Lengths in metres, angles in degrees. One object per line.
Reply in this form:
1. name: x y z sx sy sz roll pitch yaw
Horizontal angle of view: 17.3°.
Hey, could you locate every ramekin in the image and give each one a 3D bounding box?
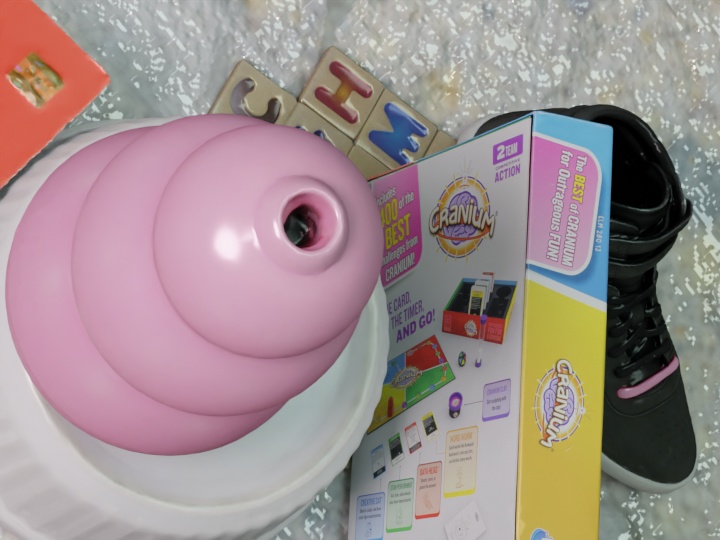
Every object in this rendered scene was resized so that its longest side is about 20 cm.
1. ramekin: -0.080 0.027 0.990 0.201 0.094 0.203 4 80 -22

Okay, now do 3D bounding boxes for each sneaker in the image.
1. sneaker: 0.119 0.012 1.090 0.071 0.099 0.201 -29 95 -30

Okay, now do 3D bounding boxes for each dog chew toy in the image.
1. dog chew toy: -0.053 0.000 0.844 0.124 0.200 0.125 4 79 -22

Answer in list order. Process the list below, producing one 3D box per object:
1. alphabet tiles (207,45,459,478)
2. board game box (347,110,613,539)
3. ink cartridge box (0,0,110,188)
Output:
1. alphabet tiles: 0.000 0.000 1.090 0.200 0.006 0.167 36 67 -16
2. board game box: 0.049 0.046 1.018 0.040 0.153 0.201 9 78 -26
3. ink cartridge box: -0.223 -0.066 0.932 0.163 0.057 0.200 44 81 -1
